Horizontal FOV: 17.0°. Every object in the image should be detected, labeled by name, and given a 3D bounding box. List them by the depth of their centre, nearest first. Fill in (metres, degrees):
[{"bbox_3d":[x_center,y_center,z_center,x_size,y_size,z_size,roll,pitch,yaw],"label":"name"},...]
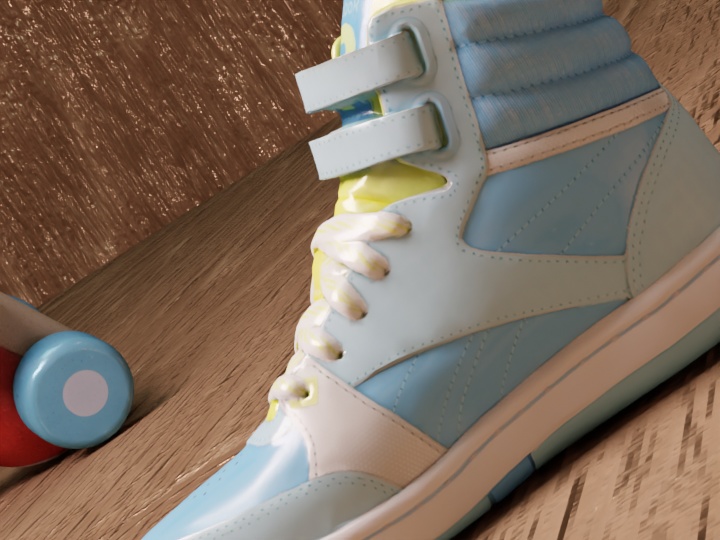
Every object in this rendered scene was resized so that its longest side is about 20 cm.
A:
[{"bbox_3d":[0.000,0.000,0.614,0.200,0.131,0.080,-35,7,-13],"label":"sneaker"},{"bbox_3d":[-0.249,0.093,1.305,0.200,0.177,0.184,-61,24,-5],"label":"toy car"}]
